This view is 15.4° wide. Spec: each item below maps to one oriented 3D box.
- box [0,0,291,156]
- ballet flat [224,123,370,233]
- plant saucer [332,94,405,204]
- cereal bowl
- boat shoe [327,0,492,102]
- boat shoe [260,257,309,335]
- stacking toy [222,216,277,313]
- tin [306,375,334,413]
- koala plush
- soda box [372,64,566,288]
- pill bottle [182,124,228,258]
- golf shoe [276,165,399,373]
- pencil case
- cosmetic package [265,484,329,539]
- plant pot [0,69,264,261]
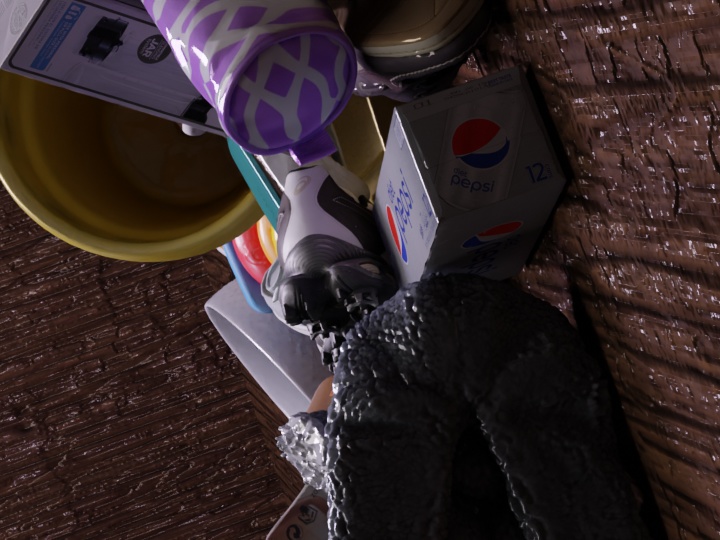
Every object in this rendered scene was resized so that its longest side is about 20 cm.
[{"bbox_3d":[-0.112,-0.140,1.455,0.060,0.200,0.117,-54,42,27],"label":"box"},{"bbox_3d":[-0.063,-0.099,1.576,0.200,0.069,0.069,54,168,16],"label":"ballet flat"},{"bbox_3d":[-0.001,-0.138,1.547,0.200,0.048,0.200,-153,45,-80],"label":"plant saucer"},{"bbox_3d":[-0.023,0.073,2.006,0.200,0.083,0.200,48,171,10],"label":"cereal bowl"},{"bbox_3d":[0.026,-0.119,1.354,0.065,0.072,0.200,48,166,-18],"label":"boat shoe"},{"bbox_3d":[-0.009,-0.006,1.631,0.065,0.074,0.202,39,162,-20],"label":"boat shoe"},{"bbox_3d":[-0.013,-0.028,1.781,0.200,0.116,0.110,16,128,67],"label":"stacking toy"},{"bbox_3d":[0.040,0.127,1.620,0.112,0.042,0.200,11,153,36],"label":"tin"},{"bbox_3d":[0.046,0.093,1.402,0.200,0.177,0.184,166,97,-83],"label":"koala plush"},{"bbox_3d":[0.052,-0.038,1.342,0.200,0.068,0.063,101,150,-77],"label":"soda box"},{"bbox_3d":[-0.071,-0.069,1.984,0.200,0.111,0.111,88,162,-67],"label":"pill bottle"},{"bbox_3d":[0.000,0.000,1.501,0.200,0.078,0.095,60,-163,-71],"label":"golf shoe"},{"bbox_3d":[-0.073,-0.145,1.354,0.086,0.084,0.200,84,161,-47],"label":"pencil case"},{"bbox_3d":[0.045,0.191,1.532,0.200,0.087,0.103,35,164,7],"label":"cosmetic package"},{"bbox_3d":[-0.125,-0.104,1.710,0.189,0.201,0.201,6,-116,-82],"label":"plant pot"}]
